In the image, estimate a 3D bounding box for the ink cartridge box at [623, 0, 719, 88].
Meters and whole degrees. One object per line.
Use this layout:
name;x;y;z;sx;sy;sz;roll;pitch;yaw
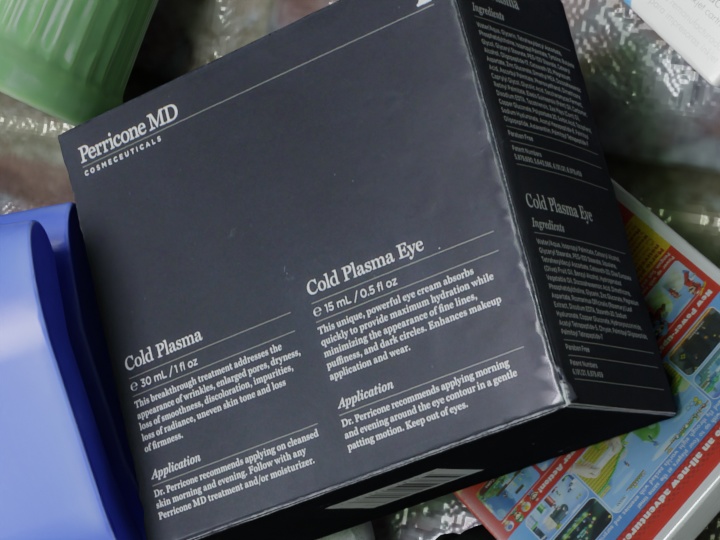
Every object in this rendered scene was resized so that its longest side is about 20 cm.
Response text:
ink cartridge box;0.182;-0.183;0.977;0.115;0.068;0.200;46;107;23

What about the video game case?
video game case;0.085;0.039;0.993;0.143;0.017;0.200;-49;46;4

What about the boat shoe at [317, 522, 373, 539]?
boat shoe;-0.084;0.156;1.070;0.200;0.070;0.072;-27;73;7

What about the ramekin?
ramekin;-0.184;-0.148;1.105;0.199;0.200;0.098;27;92;27

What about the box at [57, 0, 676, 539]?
box;0.000;0.000;0.963;0.199;0.104;0.183;-21;75;28

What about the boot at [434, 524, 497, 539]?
boot;0.139;0.130;0.973;0.211;0.079;0.158;37;107;19

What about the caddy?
caddy;-0.148;0.066;0.981;0.104;0.141;0.201;-16;95;8
